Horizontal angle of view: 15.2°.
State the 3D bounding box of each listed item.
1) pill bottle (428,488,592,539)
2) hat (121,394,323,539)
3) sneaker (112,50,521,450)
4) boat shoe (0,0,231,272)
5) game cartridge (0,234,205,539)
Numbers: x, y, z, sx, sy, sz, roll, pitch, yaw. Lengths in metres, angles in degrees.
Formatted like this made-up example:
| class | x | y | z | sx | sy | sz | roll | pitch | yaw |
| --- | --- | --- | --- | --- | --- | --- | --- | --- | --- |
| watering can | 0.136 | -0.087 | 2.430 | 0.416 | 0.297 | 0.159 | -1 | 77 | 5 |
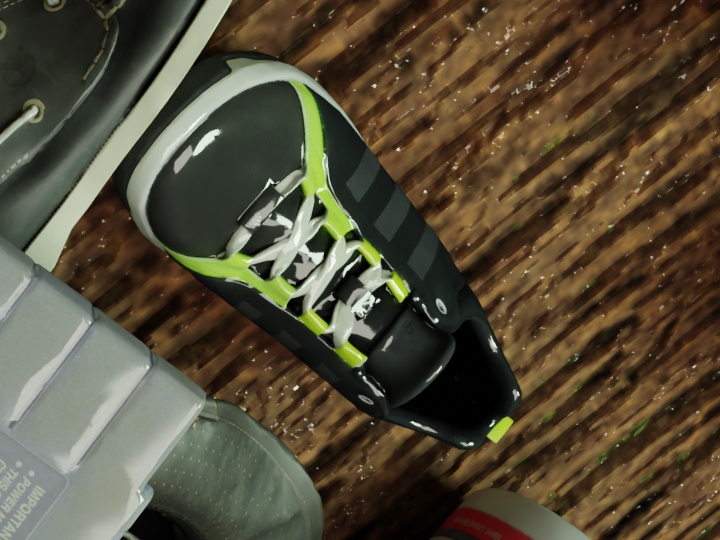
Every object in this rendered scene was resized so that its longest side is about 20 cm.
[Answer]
| class | x | y | z | sx | sy | sz | roll | pitch | yaw |
| --- | --- | --- | --- | --- | --- | --- | --- | --- | --- |
| pill bottle | 0.022 | 0.189 | 0.977 | 0.200 | 0.119 | 0.120 | -46 | 136 | -16 |
| hat | -0.113 | 0.109 | 0.889 | 0.200 | 0.081 | 0.202 | -21 | 130 | -27 |
| sneaker | 0.000 | 0.000 | 0.864 | 0.072 | 0.083 | 0.200 | -49 | 143 | 1 |
| boat shoe | -0.091 | -0.062 | 0.788 | 0.067 | 0.072 | 0.200 | 37 | 93 | -18 |
| game cartridge | -0.150 | 0.079 | 0.761 | 0.129 | 0.038 | 0.200 | 38 | 91 | -16 |
